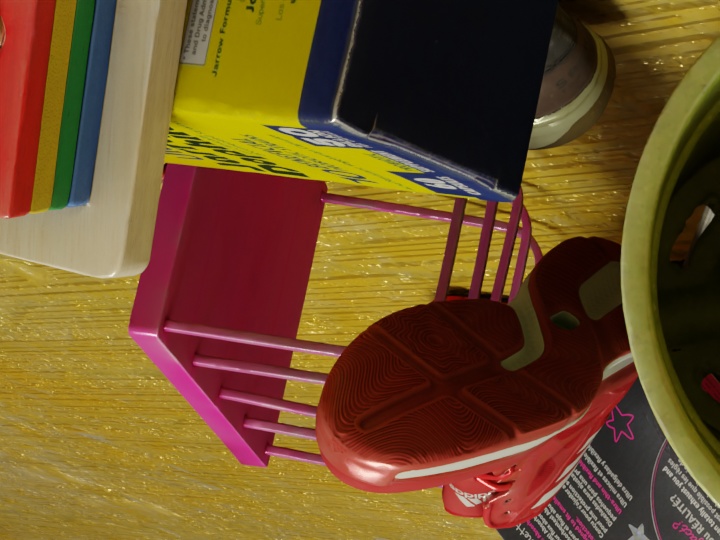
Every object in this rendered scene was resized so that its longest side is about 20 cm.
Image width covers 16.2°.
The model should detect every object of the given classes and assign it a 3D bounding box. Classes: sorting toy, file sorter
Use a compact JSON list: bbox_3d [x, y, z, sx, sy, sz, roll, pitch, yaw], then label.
[{"bbox_3d":[-0.154,-0.113,0.795,0.199,0.200,0.070,13,-169,24],"label":"sorting toy"},{"bbox_3d":[0.000,0.000,1.073,0.125,0.139,0.200,8,163,14],"label":"file sorter"}]

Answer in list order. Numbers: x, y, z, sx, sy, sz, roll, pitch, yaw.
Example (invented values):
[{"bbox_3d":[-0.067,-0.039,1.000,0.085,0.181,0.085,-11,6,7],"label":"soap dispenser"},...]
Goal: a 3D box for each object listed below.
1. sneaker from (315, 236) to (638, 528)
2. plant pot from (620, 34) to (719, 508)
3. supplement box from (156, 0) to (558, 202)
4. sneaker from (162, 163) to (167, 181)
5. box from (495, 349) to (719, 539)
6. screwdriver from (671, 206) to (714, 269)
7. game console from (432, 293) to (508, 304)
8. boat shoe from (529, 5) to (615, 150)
[{"bbox_3d":[0.046,0.068,0.958,0.078,0.116,0.200,39,-143,26],"label":"sneaker"},{"bbox_3d":[0.171,0.004,0.863,0.200,0.200,0.190,22,177,-3],"label":"plant pot"},{"bbox_3d":[-0.045,-0.095,0.860,0.200,0.110,0.109,8,173,38],"label":"supplement box"},{"bbox_3d":[-0.128,-0.060,1.179,0.108,0.067,0.201,21,161,9],"label":"sneaker"},{"bbox_3d":[0.164,0.117,1.071,0.132,0.115,0.200,-7,-130,-45],"label":"box"},{"bbox_3d":[0.146,-0.004,1.092,0.029,0.028,0.200,49,167,9],"label":"screwdriver"},{"bbox_3d":[0.142,0.068,1.319,0.200,0.031,0.177,10,160,35],"label":"game console"},{"bbox_3d":[-0.005,-0.092,0.942,0.200,0.073,0.065,4,152,23],"label":"boat shoe"}]
